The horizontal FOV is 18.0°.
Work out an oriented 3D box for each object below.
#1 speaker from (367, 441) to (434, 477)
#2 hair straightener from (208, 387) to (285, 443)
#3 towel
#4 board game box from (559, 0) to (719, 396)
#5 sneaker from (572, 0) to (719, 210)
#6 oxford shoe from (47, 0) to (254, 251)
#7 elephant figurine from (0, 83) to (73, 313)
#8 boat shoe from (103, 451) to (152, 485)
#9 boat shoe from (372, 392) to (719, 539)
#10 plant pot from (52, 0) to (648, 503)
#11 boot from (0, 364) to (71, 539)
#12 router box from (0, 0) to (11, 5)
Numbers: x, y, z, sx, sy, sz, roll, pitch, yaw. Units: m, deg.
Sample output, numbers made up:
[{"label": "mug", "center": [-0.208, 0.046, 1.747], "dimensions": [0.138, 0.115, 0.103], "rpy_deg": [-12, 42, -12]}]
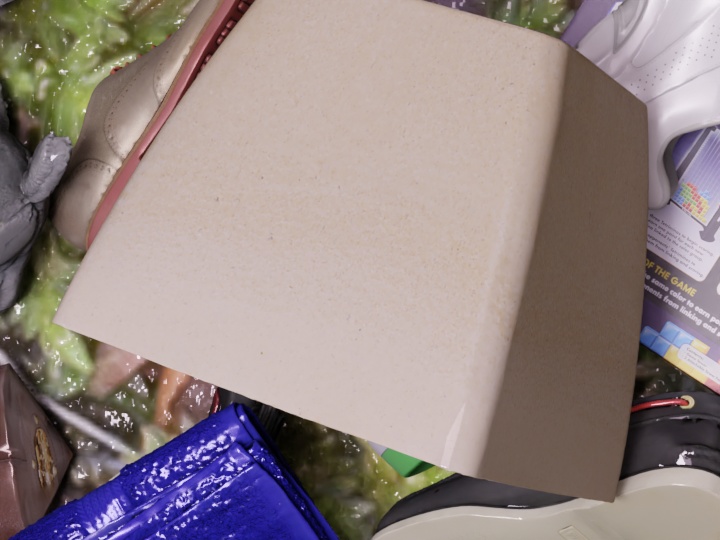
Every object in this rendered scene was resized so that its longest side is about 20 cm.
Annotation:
[{"label": "speaker", "center": [0.000, 0.000, 1.139], "dimensions": [0.088, 0.088, 0.200], "rpy_deg": [-34, 80, 11]}, {"label": "hair straightener", "center": [-0.063, 0.120, 1.162], "dimensions": [0.077, 0.041, 0.201], "rpy_deg": [16, 85, 58]}, {"label": "towel", "center": [-0.100, 0.171, 1.108], "dimensions": [0.200, 0.050, 0.148], "rpy_deg": [-31, 108, 10]}, {"label": "board game box", "center": [0.169, -0.040, 1.111], "dimensions": [0.200, 0.057, 0.166], "rpy_deg": [34, 94, 14]}, {"label": "sneaker", "center": [0.169, -0.114, 1.057], "dimensions": [0.099, 0.078, 0.200], "rpy_deg": [38, 105, 7]}, {"label": "oxford shoe", "center": [-0.102, -0.099, 1.180], "dimensions": [0.075, 0.070, 0.200], "rpy_deg": [32, 90, 29]}, {"label": "elephant figurine", "center": [-0.255, -0.069, 1.196], "dimensions": [0.155, 0.142, 0.200], "rpy_deg": [-23, 63, -16]}, {"label": "boat shoe", "center": [-0.155, 0.179, 1.179], "dimensions": [0.063, 0.074, 0.202], "rpy_deg": [42, 103, 12]}, {"label": "boat shoe", "center": [0.094, 0.111, 1.099], "dimensions": [0.201, 0.074, 0.063], "rpy_deg": [-19, 42, 32]}, {"label": "plant pot", "center": [0.022, -0.019, 0.983], "dimensions": [0.199, 0.200, 0.178], "rpy_deg": [19, 90, 25]}, {"label": "boot", "center": [-0.245, 0.158, 1.205], "dimensions": [0.199, 0.064, 0.187], "rpy_deg": [-12, 85, 10]}, {"label": "router box", "center": [-0.182, -0.220, 1.161], "dimensions": [0.200, 0.051, 0.150], "rpy_deg": [-11, 84, 50]}]
